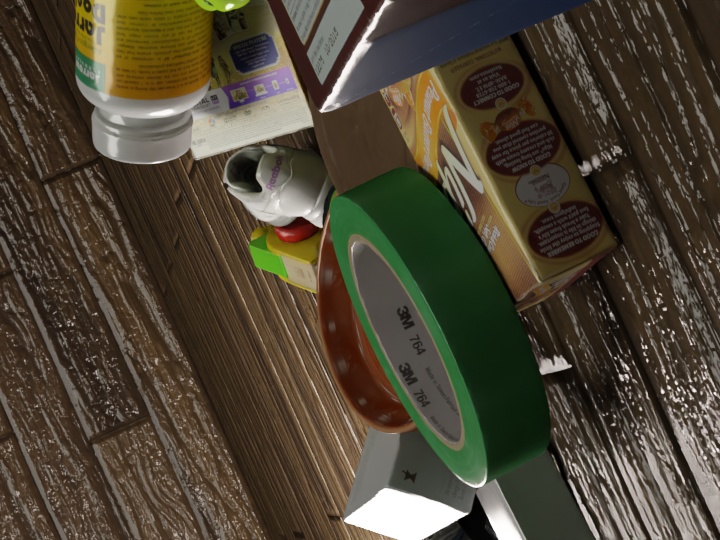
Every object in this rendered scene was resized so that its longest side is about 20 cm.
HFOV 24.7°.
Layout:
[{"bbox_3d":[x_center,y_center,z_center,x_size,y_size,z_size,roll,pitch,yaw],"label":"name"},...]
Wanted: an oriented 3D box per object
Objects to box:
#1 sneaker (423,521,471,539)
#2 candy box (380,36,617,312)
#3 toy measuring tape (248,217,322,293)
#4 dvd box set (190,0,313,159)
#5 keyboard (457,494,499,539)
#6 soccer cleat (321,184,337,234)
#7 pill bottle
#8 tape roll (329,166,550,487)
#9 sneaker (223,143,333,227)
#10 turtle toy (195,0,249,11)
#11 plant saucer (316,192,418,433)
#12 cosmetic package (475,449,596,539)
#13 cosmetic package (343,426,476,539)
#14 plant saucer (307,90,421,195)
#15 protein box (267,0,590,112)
[{"bbox_3d":[0.083,0.254,1.480,0.087,0.074,0.201,151,96,-82],"label":"sneaker"},{"bbox_3d":[0.068,-0.079,0.958,0.201,0.055,0.115,64,168,8],"label":"candy box"},{"bbox_3d":[-0.025,-0.013,1.504,0.200,0.074,0.074,19,137,42],"label":"toy measuring tape"},{"bbox_3d":[-0.119,-0.203,1.385,0.146,0.029,0.201,-13,104,38],"label":"dvd box set"},{"bbox_3d":[0.125,0.216,1.348,0.200,0.039,0.104,-131,44,-58],"label":"keyboard"},{"bbox_3d":[0.000,0.000,1.355,0.081,0.067,0.200,39,154,47],"label":"soccer cleat"},{"bbox_3d":[-0.176,-0.194,1.333,0.113,0.112,0.201,-129,37,-50],"label":"pill bottle"},{"bbox_3d":[0.047,0.035,1.025,0.201,0.048,0.201,59,167,24],"label":"tape roll"},{"bbox_3d":[-0.079,-0.085,1.446,0.200,0.099,0.075,4,76,70],"label":"sneaker"},{"bbox_3d":[-0.102,-0.279,1.190,0.146,0.101,0.200,54,163,43],"label":"turtle toy"},{"bbox_3d":[0.028,0.018,1.207,0.200,0.032,0.201,7,99,58],"label":"plant saucer"},{"bbox_3d":[0.153,0.229,1.180,0.200,0.050,0.083,63,170,15],"label":"cosmetic package"},{"bbox_3d":[0.046,0.152,1.318,0.200,0.074,0.102,127,160,-72],"label":"cosmetic package"},{"bbox_3d":[0.011,-0.105,1.122,0.200,0.029,0.201,49,148,47],"label":"plant saucer"},{"bbox_3d":[0.041,-0.192,0.530,0.201,0.198,0.135,65,167,3],"label":"protein box"}]
